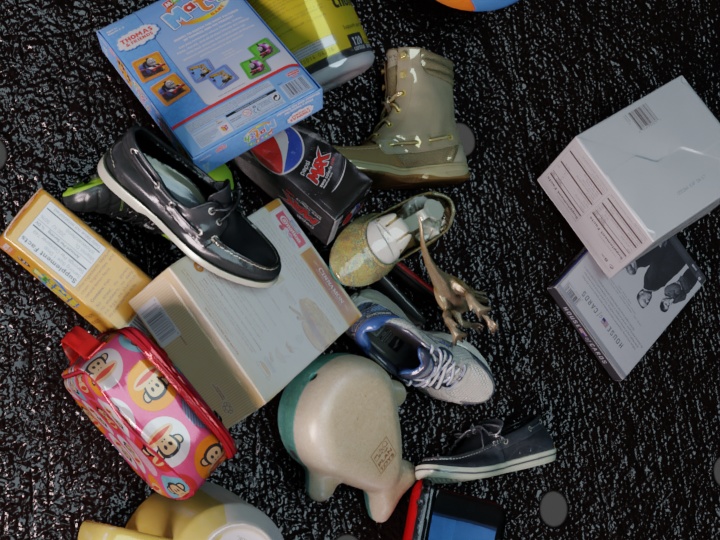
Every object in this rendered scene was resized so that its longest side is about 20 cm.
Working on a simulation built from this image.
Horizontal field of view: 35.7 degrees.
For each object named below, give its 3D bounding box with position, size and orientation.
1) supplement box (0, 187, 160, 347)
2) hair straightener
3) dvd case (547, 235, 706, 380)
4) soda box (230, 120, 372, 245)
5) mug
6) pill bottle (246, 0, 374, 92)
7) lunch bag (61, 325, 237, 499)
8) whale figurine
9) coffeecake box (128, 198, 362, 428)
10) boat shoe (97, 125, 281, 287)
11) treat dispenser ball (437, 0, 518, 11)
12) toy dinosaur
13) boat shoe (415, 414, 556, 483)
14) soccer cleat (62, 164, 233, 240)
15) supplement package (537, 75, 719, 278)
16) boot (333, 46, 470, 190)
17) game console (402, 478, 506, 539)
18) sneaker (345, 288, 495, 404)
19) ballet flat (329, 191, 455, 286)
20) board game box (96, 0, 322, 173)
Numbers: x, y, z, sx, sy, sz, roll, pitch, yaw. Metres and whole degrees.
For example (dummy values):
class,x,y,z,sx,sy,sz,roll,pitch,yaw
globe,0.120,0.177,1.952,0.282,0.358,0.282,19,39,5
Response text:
class,x,y,z,sx,sy,sz,roll,pitch,yaw
supplement box,-0.259,0.011,1.098,0.200,0.066,0.069,44,68,-13
hair straightener,0.000,0.000,1.239,0.200,0.041,0.077,41,67,-21
dvd case,0.340,0.017,1.417,0.200,0.025,0.151,-43,101,-25
soda box,-0.084,-0.123,1.170,0.200,0.071,0.063,41,68,7
mug,-0.155,0.282,1.054,0.185,0.153,0.151,-15,89,-27
pill bottle,-0.071,-0.295,1.216,0.111,0.112,0.202,-26,94,-27
lunch bag,-0.209,0.121,1.030,0.082,0.200,0.177,-44,102,-20
whale figurine,-0.013,0.176,1.188,0.159,0.103,0.201,-51,128,-24
coffeecake box,-0.108,0.038,1.111,0.154,0.073,0.200,54,36,-2
boat shoe,-0.147,-0.063,1.038,0.199,0.066,0.075,39,33,-2
treat dispenser ball,0.137,-0.402,1.288,0.199,0.200,0.204,5,79,-25
toy dinosaur,0.098,0.024,1.231,0.058,0.200,0.102,-37,57,7
boat shoe,0.139,0.201,1.258,0.198,0.074,0.063,-6,81,-36
soccer cleat,-0.203,-0.067,1.119,0.199,0.067,0.082,-11,93,-46
supplement package,0.351,-0.117,1.377,0.199,0.111,0.156,-30,78,-28
boot,0.031,-0.174,1.269,0.198,0.073,0.158,-2,83,-28
game console,0.094,0.336,1.191,0.117,0.173,0.203,11,76,3
sneaker,0.066,0.101,1.221,0.199,0.085,0.078,29,102,-17
ballet flat,0.040,-0.042,1.218,0.199,0.070,0.071,-29,95,-50
board game box,-0.154,-0.204,1.134,0.150,0.037,0.201,-31,64,-16
